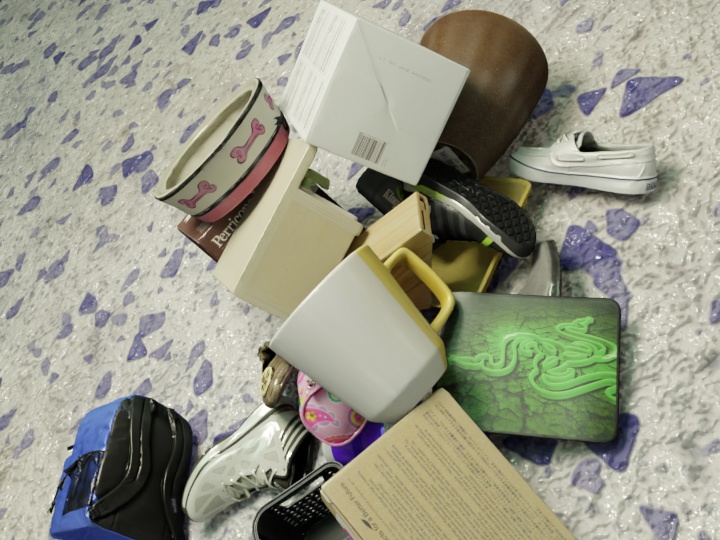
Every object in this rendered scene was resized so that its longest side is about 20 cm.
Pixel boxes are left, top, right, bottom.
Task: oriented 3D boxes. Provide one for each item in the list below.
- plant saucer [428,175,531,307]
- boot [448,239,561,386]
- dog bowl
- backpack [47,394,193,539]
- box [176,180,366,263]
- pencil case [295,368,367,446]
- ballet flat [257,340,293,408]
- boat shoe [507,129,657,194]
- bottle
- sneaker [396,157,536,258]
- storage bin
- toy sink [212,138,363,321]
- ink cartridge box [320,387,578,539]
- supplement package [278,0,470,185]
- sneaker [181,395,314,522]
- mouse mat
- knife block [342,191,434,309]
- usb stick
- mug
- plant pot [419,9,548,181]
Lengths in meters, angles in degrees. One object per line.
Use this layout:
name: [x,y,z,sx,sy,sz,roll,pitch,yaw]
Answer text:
plant saucer: [0.117,-0.034,1.124,0.199,0.048,0.201,11,66,43]
boot: [0.166,0.048,0.978,0.131,0.070,0.201,1,56,14]
dog bowl: [-0.171,-0.147,1.074,0.200,0.074,0.201,-39,26,23]
backpack: [-0.332,0.278,1.152,0.167,0.162,0.201,-18,50,31]
box: [-0.120,-0.050,1.183,0.166,0.200,0.164,-51,23,-6]
pencil case: [-0.038,0.138,1.029,0.087,0.087,0.200,-41,13,4]
ballet flat: [-0.117,0.129,1.111,0.068,0.046,0.200,-62,7,8]
boat shoe: [0.277,-0.144,1.056,0.199,0.066,0.073,13,28,35]
bottle: [0.049,0.197,0.981,0.199,0.065,0.084,-14,75,30]
sneaker: [0.128,-0.064,1.039,0.072,0.083,0.200,-24,53,-41]
storage bin: [-0.025,0.332,0.922,0.135,0.094,0.200,-36,42,10]
toy sink: [-0.079,-0.047,1.039,0.201,0.112,0.130,-63,23,-1]
ink cartridge box: [0.083,0.246,0.827,0.164,0.075,0.200,-36,71,-16]
supplement package: [0.008,-0.223,1.035,0.151,0.151,0.200,-65,22,15]
sneaker: [-0.139,0.262,1.076,0.201,0.076,0.115,-47,41,-6]
mouse mat: [0.180,0.101,0.917,0.199,0.008,0.162,2,68,14]
knife block: [0.000,0.000,1.034,0.174,0.201,0.064,-4,51,0]
usb stick: [0.057,-0.091,1.156,0.055,0.033,0.200,-44,43,0]
mug: [0.021,0.065,0.886,0.153,0.149,0.187,44,86,5]
plant pot: [0.137,-0.208,1.120,0.186,0.187,0.201,-4,48,36]
